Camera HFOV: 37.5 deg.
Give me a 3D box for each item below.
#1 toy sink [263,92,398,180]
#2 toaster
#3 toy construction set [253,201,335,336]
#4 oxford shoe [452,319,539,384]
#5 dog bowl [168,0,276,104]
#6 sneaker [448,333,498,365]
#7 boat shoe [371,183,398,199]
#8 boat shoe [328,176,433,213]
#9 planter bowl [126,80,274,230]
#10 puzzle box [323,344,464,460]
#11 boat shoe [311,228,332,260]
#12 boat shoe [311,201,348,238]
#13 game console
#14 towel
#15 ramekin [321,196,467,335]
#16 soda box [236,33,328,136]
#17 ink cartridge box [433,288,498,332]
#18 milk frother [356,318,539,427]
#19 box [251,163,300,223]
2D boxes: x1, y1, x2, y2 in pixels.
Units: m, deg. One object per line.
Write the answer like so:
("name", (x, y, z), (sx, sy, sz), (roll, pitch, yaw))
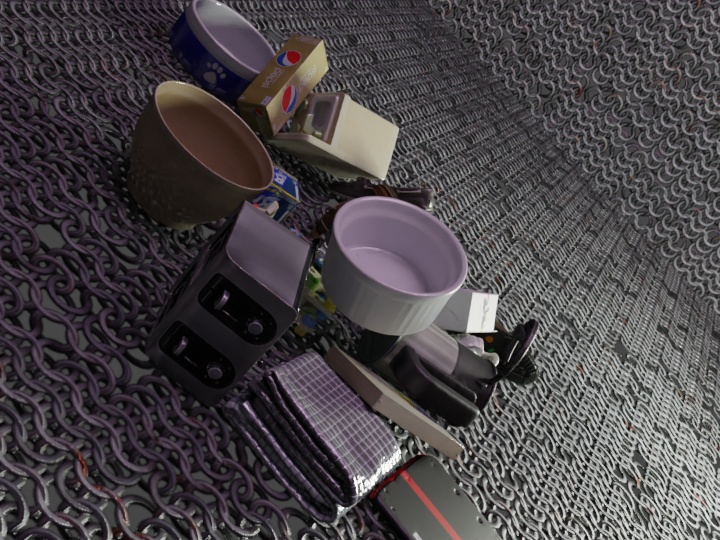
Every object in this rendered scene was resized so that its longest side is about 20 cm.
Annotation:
("toy sink", (-0.051, -0.248, 1.890), (0.199, 0.113, 0.130), (22, -10, -41))
("toaster", (-0.150, 0.031, 1.277), (0.118, 0.181, 0.200), (38, 26, -14))
("toy construction set", (-0.104, -0.006, 1.536), (0.201, 0.092, 0.131), (59, 25, 2))
("oxford shoe", (0.247, 0.124, 1.912), (0.200, 0.073, 0.084), (44, 20, -7))
("dog bowl", (-0.245, -0.396, 1.915), (0.200, 0.079, 0.201), (37, 25, -21))
("sneaker", (0.135, 0.122, 1.699), (0.199, 0.100, 0.075), (29, 31, -30))
("boat shoe", (0.041, -0.063, 1.765), (0.072, 0.068, 0.201), (87, -12, -53))
("boat shoe", (0.040, -0.140, 1.892), (0.199, 0.057, 0.067), (17, 7, 20))
("planter bowl", (-0.238, -0.143, 1.462), (0.200, 0.135, 0.201), (37, 26, -21))
("puzzle box", (0.047, 0.183, 1.451), (0.200, 0.025, 0.133), (39, 0, -41))
("boat shoe", (0.000, 0.000, 1.659), (0.200, 0.071, 0.072), (44, 9, -49))
("boat shoe", (-0.013, -0.086, 1.819), (0.070, 0.070, 0.200), (44, 22, 5))
("game console", (0.109, 0.345, 1.401), (0.200, 0.031, 0.177), (50, 29, 9))
("towel", (-0.051, 0.193, 1.303), (0.200, 0.086, 0.165), (49, 23, 8))
("ramekin", (0.041, -0.003, 1.490), (0.199, 0.098, 0.201), (16, 39, -13))
("soda box", (-0.134, -0.328, 1.867), (0.064, 0.068, 0.200), (17, 53, 25))
("ink cartridge box", (0.156, 0.062, 1.766), (0.114, 0.068, 0.200), (9, 0, 22))
("milk frother", (0.134, 0.110, 1.566), (0.188, 0.201, 0.180), (35, -3, -23))
("box", (-0.189, -0.153, 1.643), (0.200, 0.064, 0.070), (32, 27, -27))
